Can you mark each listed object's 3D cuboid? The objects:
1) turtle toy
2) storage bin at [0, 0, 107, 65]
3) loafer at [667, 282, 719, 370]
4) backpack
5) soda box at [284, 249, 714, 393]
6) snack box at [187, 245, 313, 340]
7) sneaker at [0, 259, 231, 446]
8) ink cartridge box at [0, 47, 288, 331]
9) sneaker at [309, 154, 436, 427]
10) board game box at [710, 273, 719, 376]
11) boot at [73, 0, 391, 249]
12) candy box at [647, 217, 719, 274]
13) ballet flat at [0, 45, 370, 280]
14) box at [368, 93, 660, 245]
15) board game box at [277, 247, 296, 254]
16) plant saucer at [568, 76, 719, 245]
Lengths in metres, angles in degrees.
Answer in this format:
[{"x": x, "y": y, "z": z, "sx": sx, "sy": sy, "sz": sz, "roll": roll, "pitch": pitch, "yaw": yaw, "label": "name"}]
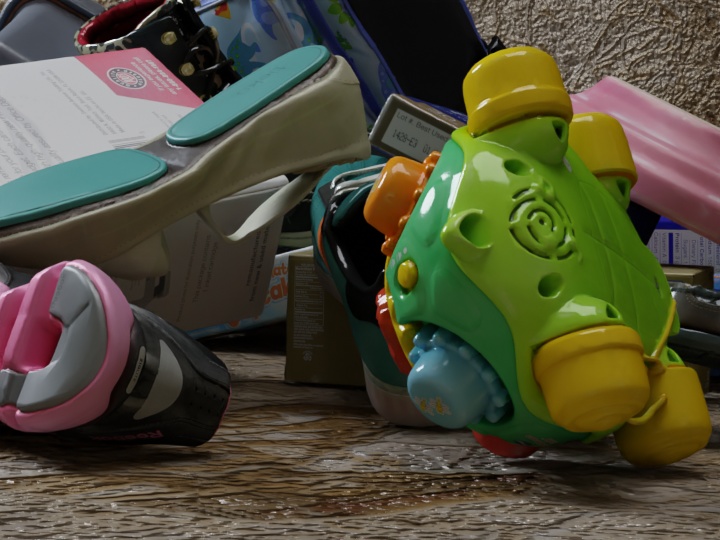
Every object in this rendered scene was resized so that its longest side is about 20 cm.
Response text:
[{"x": 0.066, "y": 0.014, "z": 0.879, "sx": 0.101, "sy": 0.146, "sz": 0.200, "roll": -21, "pitch": -23, "yaw": 18, "label": "turtle toy"}, {"x": -0.210, "y": -0.063, "z": 1.447, "sx": 0.145, "sy": 0.200, "sz": 0.134, "roll": 31, "pitch": 16, "yaw": -2, "label": "storage bin"}, {"x": 0.207, "y": 0.022, "z": 0.988, "sx": 0.199, "sy": 0.063, "sz": 0.072, "roll": 13, "pitch": -4, "yaw": -29, "label": "loafer"}, {"x": -0.035, "y": -0.139, "z": 1.452, "sx": 0.147, "sy": 0.183, "sz": 0.200, "roll": -40, "pitch": 16, "yaw": -28, "label": "backpack"}, {"x": 0.067, "y": 0.025, "z": 1.107, "sx": 0.199, "sy": 0.064, "sz": 0.068, "roll": 4, "pitch": 4, "yaw": 17, "label": "soda box"}, {"x": 0.000, "y": 0.000, "z": 1.281, "sx": 0.199, "sy": 0.037, "sz": 0.116, "roll": -14, "pitch": -2, "yaw": 21, "label": "snack box"}, {"x": -0.123, "y": 0.036, "z": 0.918, "sx": 0.095, "sy": 0.079, "sz": 0.200, "roll": 20, "pitch": -5, "yaw": -36, "label": "sneaker"}, {"x": -0.158, "y": -0.031, "z": 1.099, "sx": 0.199, "sy": 0.083, "sz": 0.146, "roll": -12, "pitch": 39, "yaw": -35, "label": "ink cartridge box"}, {"x": 0.015, "y": -0.016, "z": 1.025, "sx": 0.071, "sy": 0.080, "sz": 0.200, "roll": -13, "pitch": 30, "yaw": -6, "label": "sneaker"}, {"x": 0.186, "y": 0.028, "z": 1.254, "sx": 0.199, "sy": 0.045, "sz": 0.152, "roll": 0, "pitch": 4, "yaw": -30, "label": "board game box"}, {"x": -0.066, "y": -0.091, "z": 1.333, "sx": 0.203, "sy": 0.154, "sz": 0.074, "roll": -3, "pitch": 38, "yaw": 43, "label": "boot"}, {"x": 0.156, "y": -0.001, "z": 1.436, "sx": 0.199, "sy": 0.077, "sz": 0.169, "roll": 1, "pitch": 3, "yaw": -13, "label": "candy box"}, {"x": -0.081, "y": -0.033, "z": 1.008, "sx": 0.199, "sy": 0.070, "sz": 0.069, "roll": -27, "pitch": 14, "yaw": -19, "label": "ballet flat"}, {"x": 0.084, "y": -0.045, "z": 1.153, "sx": 0.121, "sy": 0.033, "sz": 0.200, "roll": 28, "pitch": 6, "yaw": 13, "label": "box"}, {"x": 0.004, "y": -0.031, "z": 1.420, "sx": 0.199, "sy": 0.035, "sz": 0.135, "roll": -22, "pitch": 8, "yaw": 15, "label": "board game box"}, {"x": 0.182, "y": -0.044, "z": 1.165, "sx": 0.200, "sy": 0.051, "sz": 0.201, "roll": 25, "pitch": 7, "yaw": -4, "label": "plant saucer"}]
